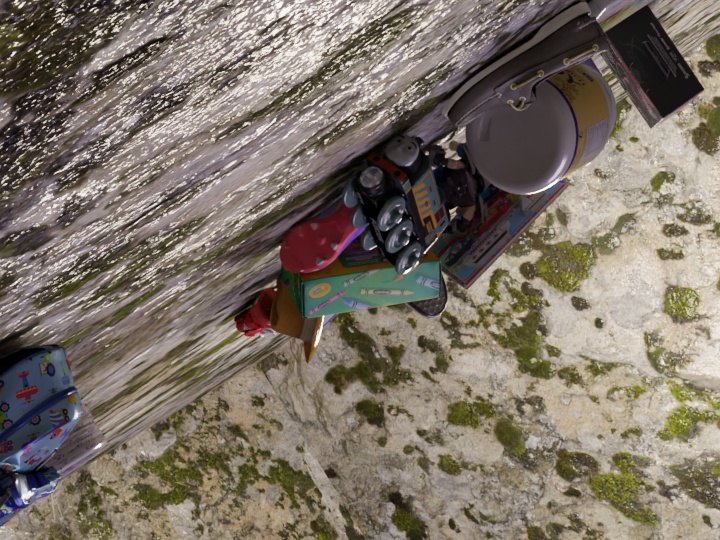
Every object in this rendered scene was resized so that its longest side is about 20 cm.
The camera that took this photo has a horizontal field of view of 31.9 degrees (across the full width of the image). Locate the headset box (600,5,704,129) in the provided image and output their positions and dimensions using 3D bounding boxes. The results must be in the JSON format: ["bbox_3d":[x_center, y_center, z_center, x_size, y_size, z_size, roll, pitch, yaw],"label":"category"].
[{"bbox_3d":[0.418,-0.292,1.822,0.075,0.150,0.200,-34,176,8],"label":"headset box"}]

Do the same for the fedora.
[{"bbox_3d":[-0.104,0.055,2.091,0.080,0.204,0.201,9,168,-8],"label":"fedora"}]

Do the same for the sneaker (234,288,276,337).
[{"bbox_3d":[-0.175,0.089,2.218,0.115,0.079,0.200,-35,175,15],"label":"sneaker"}]

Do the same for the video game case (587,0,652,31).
[{"bbox_3d":[0.329,-0.333,1.492,0.199,0.023,0.182,-34,177,-14],"label":"video game case"}]

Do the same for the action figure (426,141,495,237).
[{"bbox_3d":[0.095,-0.101,1.723,0.197,0.132,0.069,-18,179,-10],"label":"action figure"}]

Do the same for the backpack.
[{"bbox_3d":[-0.343,0.162,1.189,0.199,0.135,0.183,-36,178,-8],"label":"backpack"}]

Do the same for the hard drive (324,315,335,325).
[{"bbox_3d":[-0.044,0.014,2.117,0.025,0.134,0.200,11,167,-8],"label":"hard drive"}]

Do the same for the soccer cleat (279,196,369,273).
[{"bbox_3d":[-0.023,-0.062,1.627,0.199,0.067,0.076,-40,172,30],"label":"soccer cleat"}]

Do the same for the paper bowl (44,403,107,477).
[{"bbox_3d":[-0.427,0.231,1.585,0.199,0.105,0.201,-34,176,-3],"label":"paper bowl"}]

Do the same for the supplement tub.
[{"bbox_3d":[0.232,-0.186,1.586,0.145,0.147,0.199,-35,177,34],"label":"supplement tub"}]

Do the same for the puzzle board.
[{"bbox_3d":[0.181,-0.072,1.753,0.200,0.017,0.151,-46,-152,-3],"label":"puzzle board"}]

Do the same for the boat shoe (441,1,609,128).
[{"bbox_3d":[0.182,-0.216,1.403,0.200,0.061,0.072,-35,176,16],"label":"boat shoe"}]

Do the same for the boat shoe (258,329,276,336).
[{"bbox_3d":[-0.180,0.101,2.488,0.068,0.073,0.200,-33,-174,0],"label":"boat shoe"}]

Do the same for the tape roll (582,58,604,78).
[{"bbox_3d":[0.268,-0.240,1.866,0.199,0.066,0.200,-33,176,-3],"label":"tape roll"}]

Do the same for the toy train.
[{"bbox_3d":[0.047,-0.081,1.510,0.114,0.085,0.201,-49,152,-14],"label":"toy train"}]

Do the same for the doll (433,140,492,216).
[{"bbox_3d":[0.135,-0.128,1.810,0.198,0.138,0.048,-22,140,31],"label":"doll"}]

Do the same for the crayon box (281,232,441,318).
[{"bbox_3d":[0.000,0.000,1.722,0.197,0.059,0.119,-8,-153,-15],"label":"crayon box"}]

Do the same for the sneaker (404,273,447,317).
[{"bbox_3d":[0.044,-0.009,1.880,0.077,0.203,0.146,-41,180,-14],"label":"sneaker"}]
